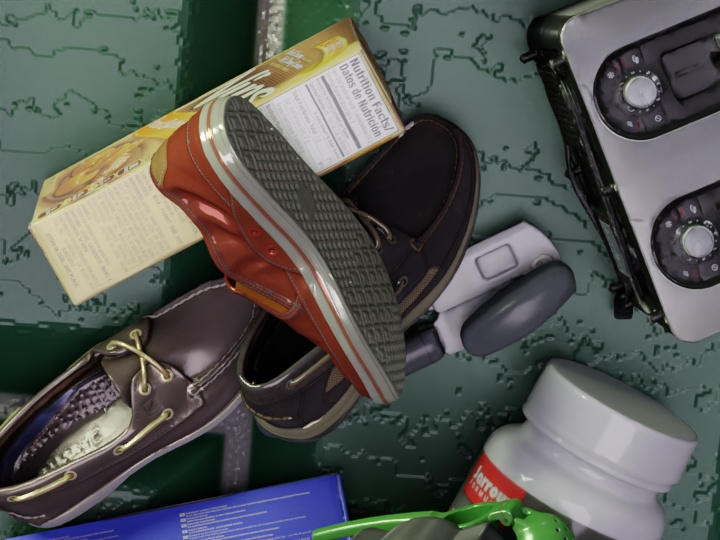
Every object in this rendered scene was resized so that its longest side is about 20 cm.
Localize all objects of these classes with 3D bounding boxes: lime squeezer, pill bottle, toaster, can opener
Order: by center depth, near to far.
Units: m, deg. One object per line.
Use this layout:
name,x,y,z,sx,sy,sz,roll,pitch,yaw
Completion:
toaster,0.171,-0.066,1.396,0.118,0.200,0.182,-21,96,-1
lime squeezer,0.073,0.153,1.410,0.199,0.038,0.071,22,130,12
can opener,0.026,0.036,1.464,0.199,0.067,0.054,-26,103,3
pill bottle,0.101,0.158,1.473,0.114,0.114,0.201,26,100,-9

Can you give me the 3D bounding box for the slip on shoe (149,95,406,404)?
slip on shoe,-0.037,-0.005,1.345,0.061,0.074,0.200,-22,125,26

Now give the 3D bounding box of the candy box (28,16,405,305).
candy box,-0.077,-0.061,1.411,0.199,0.115,0.055,-29,104,4

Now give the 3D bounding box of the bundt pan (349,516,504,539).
bundt pan,0.047,0.216,1.378,0.201,0.076,0.203,7,114,16

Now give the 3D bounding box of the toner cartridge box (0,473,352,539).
toner cartridge box,-0.099,0.183,1.479,0.199,0.043,0.095,-11,60,0

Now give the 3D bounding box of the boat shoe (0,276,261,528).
boat shoe,-0.129,0.069,1.457,0.200,0.060,0.072,-38,66,7

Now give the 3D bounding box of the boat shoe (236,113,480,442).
boat shoe,0.000,0.000,1.425,0.074,0.073,0.201,25,80,25
